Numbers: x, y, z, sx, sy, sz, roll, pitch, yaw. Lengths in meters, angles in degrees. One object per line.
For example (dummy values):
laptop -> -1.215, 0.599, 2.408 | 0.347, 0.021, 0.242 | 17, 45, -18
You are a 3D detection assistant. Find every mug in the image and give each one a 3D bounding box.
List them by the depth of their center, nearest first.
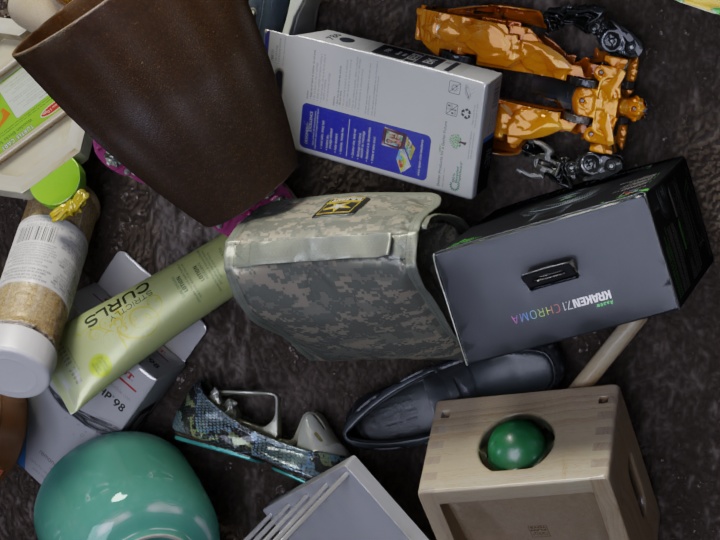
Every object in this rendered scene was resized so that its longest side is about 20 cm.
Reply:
mug -> -0.186, 0.239, 1.636 | 0.184, 0.114, 0.153 | 24, 105, -32

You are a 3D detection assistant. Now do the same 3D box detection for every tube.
tube -> -0.183, 0.040, 1.610 | 0.199, 0.058, 0.052 | -32, 123, -3

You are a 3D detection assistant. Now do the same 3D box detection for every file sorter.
file sorter -> -0.034, 0.265, 1.551 | 0.139, 0.124, 0.200 | 48, 151, -3

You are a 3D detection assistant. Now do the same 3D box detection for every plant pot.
plant pot -> -0.140, -0.142, 1.472 | 0.186, 0.187, 0.201 | -29, 107, 22

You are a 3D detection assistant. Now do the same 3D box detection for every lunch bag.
lunch bag -> 0.000, 0.000, 1.494 | 0.162, 0.200, 0.119 | -2, 74, 20

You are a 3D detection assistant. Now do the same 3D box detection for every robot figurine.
robot figurine -> 0.136, -0.149, 1.500 | 0.198, 0.058, 0.147 | 13, 106, 17

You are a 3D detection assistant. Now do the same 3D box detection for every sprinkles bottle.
sprinkles bottle -> -0.275, 0.011, 1.602 | 0.067, 0.201, 0.069 | 6, 139, 5

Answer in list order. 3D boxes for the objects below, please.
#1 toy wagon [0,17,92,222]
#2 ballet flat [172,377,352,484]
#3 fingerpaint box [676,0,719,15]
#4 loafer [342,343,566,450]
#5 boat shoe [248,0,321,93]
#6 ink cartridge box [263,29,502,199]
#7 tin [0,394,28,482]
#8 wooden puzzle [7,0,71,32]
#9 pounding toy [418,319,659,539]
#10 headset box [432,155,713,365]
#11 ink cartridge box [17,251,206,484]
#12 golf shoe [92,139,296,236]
toy wagon -> -0.293, -0.123, 1.626 | 0.155, 0.040, 0.201 | -35, 72, 3
ballet flat -> -0.069, 0.145, 1.631 | 0.198, 0.074, 0.075 | 18, 107, 11
fingerpaint box -> 0.285, -0.280, 1.412 | 0.198, 0.073, 0.169 | 20, 108, 14
loafer -> 0.077, 0.110, 1.567 | 0.199, 0.070, 0.069 | -20, 93, 21
boat shoe -> -0.077, -0.198, 1.552 | 0.061, 0.075, 0.202 | 25, 118, 16
ink cartridge box -> 0.013, -0.131, 1.504 | 0.198, 0.039, 0.100 | 17, 117, 20
tin -> -0.346, 0.105, 1.675 | 0.112, 0.042, 0.201 | -46, 46, 33
wooden puzzle -> -0.187, -0.265, 1.575 | 0.184, 0.046, 0.202 | 27, 95, 11
pounding toy -> 0.157, 0.157, 1.507 | 0.182, 0.143, 0.201 | -7, 129, 20
headset box -> 0.166, -0.008, 1.443 | 0.172, 0.200, 0.094 | -16, 96, 22
ink cartridge box -> -0.241, 0.096, 1.677 | 0.116, 0.067, 0.201 | 40, 111, 8
golf shoe -> -0.132, -0.094, 1.601 | 0.199, 0.092, 0.076 | 32, 112, -14
